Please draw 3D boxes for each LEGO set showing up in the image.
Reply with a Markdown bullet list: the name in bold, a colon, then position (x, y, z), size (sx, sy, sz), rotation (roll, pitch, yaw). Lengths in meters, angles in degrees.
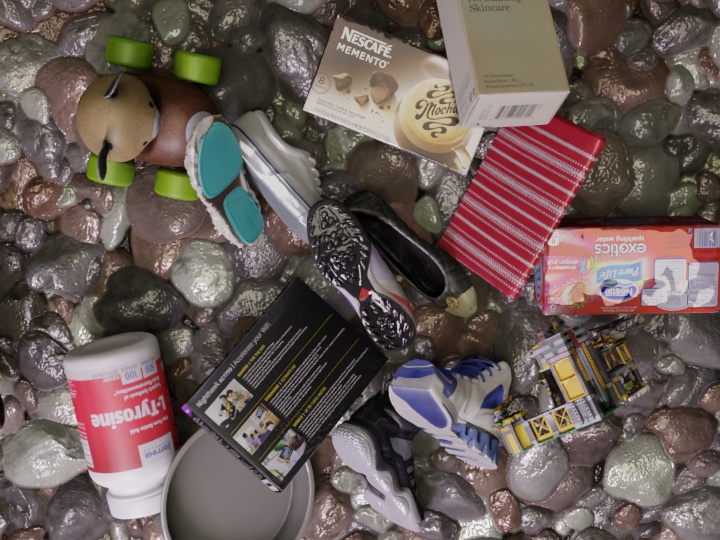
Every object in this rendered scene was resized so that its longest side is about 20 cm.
- **LEGO set**: position (0.223, 0.113, 1.152), size (0.153, 0.199, 0.117), rotation (-32, 80, 45)

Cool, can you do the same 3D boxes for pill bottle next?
- **pill bottle**: position (-0.275, 0.183, 1.220), size (0.111, 0.112, 0.202), rotation (-10, 100, 4)

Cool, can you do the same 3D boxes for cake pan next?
- **cake pan**: position (-0.148, 0.267, 1.222), size (0.198, 0.037, 0.203), rotation (-1, 92, -32)

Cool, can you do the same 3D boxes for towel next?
- **towel**: position (0.179, -0.085, 1.155), size (0.022, 0.144, 0.201), rotation (20, 103, -40)

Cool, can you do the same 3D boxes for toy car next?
- **toy car**: position (-0.240, -0.161, 1.113), size (0.156, 0.200, 0.166), rotation (12, 100, 0)

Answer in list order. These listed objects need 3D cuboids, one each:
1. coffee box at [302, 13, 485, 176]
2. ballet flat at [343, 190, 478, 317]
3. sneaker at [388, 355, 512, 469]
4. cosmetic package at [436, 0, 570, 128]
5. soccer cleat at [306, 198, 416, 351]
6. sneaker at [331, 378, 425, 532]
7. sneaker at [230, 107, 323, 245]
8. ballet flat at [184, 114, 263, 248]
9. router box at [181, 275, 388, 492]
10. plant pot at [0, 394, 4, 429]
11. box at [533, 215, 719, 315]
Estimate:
- **coffee box**: position (0.046, -0.197, 1.158), size (0.198, 0.080, 0.114), rotation (22, 100, -2)
- **ballet flat**: position (0.054, -0.013, 1.195), size (0.200, 0.057, 0.067), rotation (42, 128, -1)
- **sneaker**: position (0.113, 0.137, 1.194), size (0.199, 0.080, 0.116), rotation (46, 58, -42)
- **cosmetic package**: position (0.145, -0.257, 1.094), size (0.102, 0.073, 0.202), rotation (-5, 71, -13)
- **soccer cleat**: position (0.000, 0.000, 1.179), size (0.068, 0.073, 0.201), rotation (-29, 110, 11)
- **sneaker**: position (0.049, 0.220, 1.230), size (0.114, 0.075, 0.201), rotation (-50, 130, -26)
- **sneaker**: position (-0.075, -0.101, 1.185), size (0.071, 0.073, 0.200), rotation (-45, 107, -14)
- **ballet flat**: position (-0.163, -0.100, 1.142), size (0.071, 0.072, 0.201), rotation (-9, 142, 3)
- **router box**: position (-0.085, 0.130, 1.191), size (0.149, 0.051, 0.200), rotation (42, 71, -3)
- **plant pot**: position (-0.537, 0.171, 1.196), size (0.197, 0.200, 0.202), rotation (-29, 98, -1)
- **box**: position (0.299, -0.007, 1.174), size (0.198, 0.096, 0.101), rotation (-1, 99, 2)
